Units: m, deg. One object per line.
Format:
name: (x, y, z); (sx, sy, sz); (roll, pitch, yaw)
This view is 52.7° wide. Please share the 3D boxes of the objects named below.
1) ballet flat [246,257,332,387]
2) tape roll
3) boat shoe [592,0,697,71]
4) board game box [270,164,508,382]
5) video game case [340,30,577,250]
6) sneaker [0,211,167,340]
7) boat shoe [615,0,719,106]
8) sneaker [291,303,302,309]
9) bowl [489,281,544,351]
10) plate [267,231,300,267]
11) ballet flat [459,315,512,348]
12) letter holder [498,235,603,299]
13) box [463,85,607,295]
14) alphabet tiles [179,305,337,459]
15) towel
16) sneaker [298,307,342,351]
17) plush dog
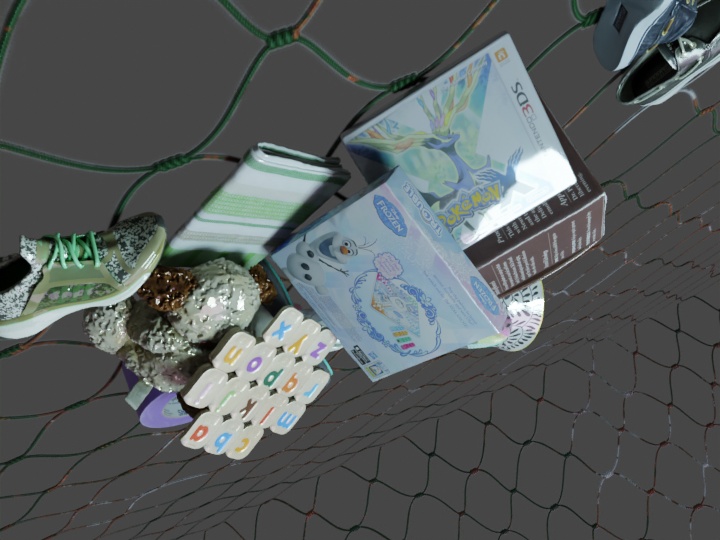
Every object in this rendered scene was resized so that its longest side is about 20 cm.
ballet flat: (-0.103, 0.080, 0.924); (0.072, 0.202, 0.073); (-24, -159, 10)
tape roll: (-0.234, 0.142, 1.048); (0.198, 0.086, 0.201); (-23, 159, -9)
boat shoe: (0.306, -0.287, 0.739); (0.090, 0.072, 0.200); (-26, 166, -5)
board game box: (0.028, 0.014, 0.807); (0.198, 0.201, 0.043); (-27, -163, 42)
video game case: (0.107, -0.119, 0.773); (0.198, 0.183, 0.022); (-30, -157, 9)
sneaker: (-0.277, -0.005, 0.676); (0.198, 0.077, 0.089); (-28, 151, -5)
boat shoe: (0.391, -0.268, 0.876); (0.063, 0.071, 0.200); (-15, 158, -32)
sneaker: (-0.139, 0.146, 1.146); (0.075, 0.106, 0.200); (-7, 153, -46)
bowl: (0.194, 0.041, 1.177); (0.093, 0.203, 0.201); (-11, 154, -28)
plate: (0.000, 0.000, 0.927); (0.197, 0.033, 0.200); (-10, 151, 20)
ballet flat: (0.081, 0.046, 0.870); (0.070, 0.198, 0.072); (-60, 144, -32)
letter holder: (0.239, -0.063, 1.065); (0.198, 0.143, 0.100); (-31, 159, 11)
box: (0.177, -0.083, 0.906); (0.198, 0.167, 0.164); (-29, 160, 9)
alphabet tiles: (-0.115, 0.133, 0.847); (0.196, 0.015, 0.200); (-52, 144, 1)
towel: (-0.121, -0.064, 0.793); (0.199, 0.031, 0.148); (-38, 155, 31)
sneaker: (-0.072, 0.086, 1.011); (0.199, 0.072, 0.080); (-19, -158, -37)
plush dog: (-0.184, 0.057, 0.812); (0.198, 0.162, 0.172); (-4, 143, -45)
